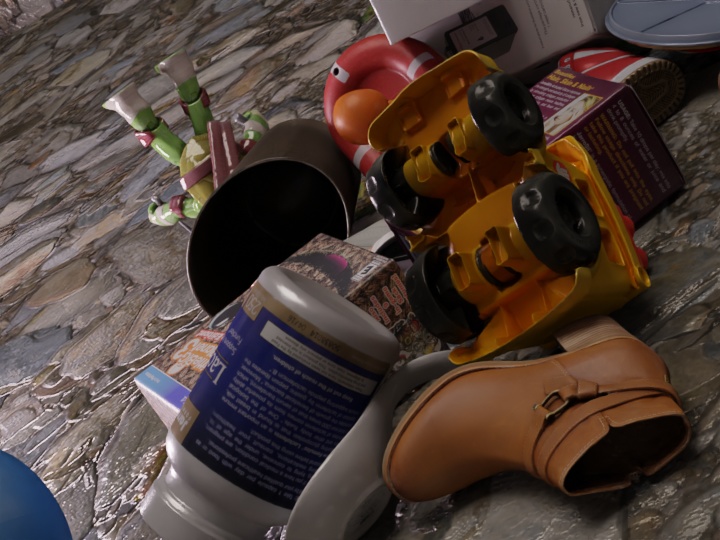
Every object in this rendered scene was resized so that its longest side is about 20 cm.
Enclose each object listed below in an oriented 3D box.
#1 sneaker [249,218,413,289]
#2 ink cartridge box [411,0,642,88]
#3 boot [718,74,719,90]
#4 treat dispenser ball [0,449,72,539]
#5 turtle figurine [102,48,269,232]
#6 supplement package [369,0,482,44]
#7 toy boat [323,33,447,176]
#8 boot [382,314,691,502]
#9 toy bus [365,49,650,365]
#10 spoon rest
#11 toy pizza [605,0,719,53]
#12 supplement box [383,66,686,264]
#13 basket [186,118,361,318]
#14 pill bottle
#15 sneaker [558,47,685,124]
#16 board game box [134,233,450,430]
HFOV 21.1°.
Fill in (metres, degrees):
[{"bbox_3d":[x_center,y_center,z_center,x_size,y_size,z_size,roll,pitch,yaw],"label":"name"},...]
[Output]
[{"bbox_3d":[0.000,0.000,1.674,0.199,0.076,0.092,-16,18,23],"label":"sneaker"},{"bbox_3d":[0.150,-0.214,1.813,0.199,0.085,0.145,-23,-9,29],"label":"ink cartridge box"},{"bbox_3d":[0.383,-0.204,1.521,0.154,0.074,0.201,-11,42,49],"label":"boot"},{"bbox_3d":[-0.312,0.224,1.436,0.200,0.202,0.201,-29,21,12],"label":"treat dispenser ball"},{"bbox_3d":[-0.169,-0.120,1.988,0.143,0.195,0.200,-30,9,24],"label":"turtle figurine"},{"bbox_3d":[0.059,-0.286,1.739,0.109,0.114,0.200,-25,10,11],"label":"supplement package"},{"bbox_3d":[0.028,-0.131,1.715,0.131,0.130,0.200,-58,47,19],"label":"toy boat"},{"bbox_3d":[0.110,0.110,1.243,0.199,0.074,0.155,-35,24,4],"label":"boot"},{"bbox_3d":[0.123,-0.043,1.389,0.191,0.201,0.135,0,-29,-49],"label":"toy bus"},{"bbox_3d":[0.015,0.122,1.348,0.061,0.100,0.200,38,61,23],"label":"spoon rest"},{"bbox_3d":[0.315,-0.226,1.702,0.198,0.032,0.201,-11,24,5],"label":"toy pizza"},{"bbox_3d":[0.134,-0.060,1.539,0.200,0.104,0.131,-37,20,-7],"label":"supplement box"},{"bbox_3d":[-0.069,-0.057,1.804,0.181,0.135,0.200,-56,5,23],"label":"basket"},{"bbox_3d":[-0.067,0.108,1.370,0.201,0.115,0.116,-59,20,5],"label":"pill bottle"},{"bbox_3d":[0.175,-0.130,1.682,0.199,0.072,0.112,-29,23,-9],"label":"sneaker"},{"bbox_3d":[-0.055,0.077,1.526,0.200,0.097,0.159,-39,21,-14],"label":"board game box"}]
